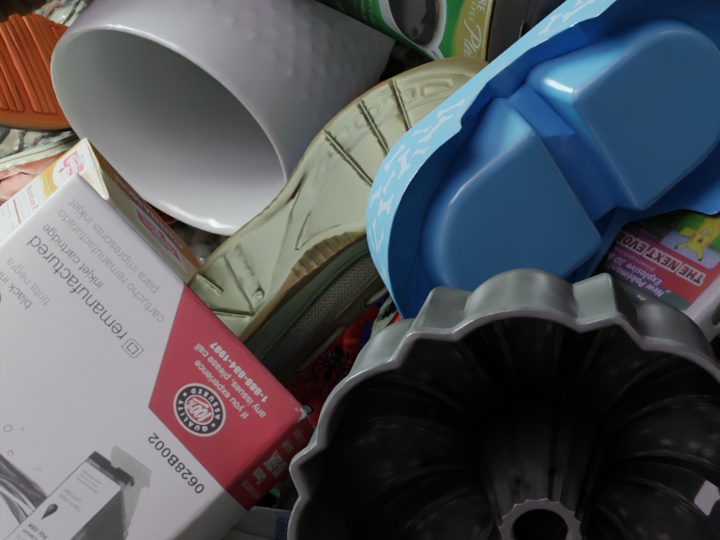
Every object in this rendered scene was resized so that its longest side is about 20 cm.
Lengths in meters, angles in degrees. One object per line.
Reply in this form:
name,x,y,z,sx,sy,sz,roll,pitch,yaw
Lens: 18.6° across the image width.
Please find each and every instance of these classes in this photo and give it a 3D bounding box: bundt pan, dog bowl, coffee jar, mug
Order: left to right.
mug,-0.075,-0.147,1.157,0.176,0.200,0.148,-55,8,-31
coffee jar,0.040,-0.148,1.018,0.200,0.105,0.085,35,50,29
bundt pan,0.072,0.084,0.881,0.201,0.202,0.076,-26,24,18
dog bowl,0.086,-0.047,0.926,0.200,0.112,0.050,-40,30,-8

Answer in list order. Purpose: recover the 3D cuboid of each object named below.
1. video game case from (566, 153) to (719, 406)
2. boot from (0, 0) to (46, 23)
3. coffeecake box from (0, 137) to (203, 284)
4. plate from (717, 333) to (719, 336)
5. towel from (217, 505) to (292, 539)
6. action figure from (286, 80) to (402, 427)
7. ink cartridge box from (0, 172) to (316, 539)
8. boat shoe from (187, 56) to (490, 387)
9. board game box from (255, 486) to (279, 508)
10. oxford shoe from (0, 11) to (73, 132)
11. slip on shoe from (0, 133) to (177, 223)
video game case,0.118,-0.044,0.997,0.182,0.023,0.200,-45,44,-13
boot,-0.136,-0.213,1.073,0.199,0.075,0.108,-25,54,29
coffeecake box,-0.158,0.060,1.079,0.200,0.154,0.073,-38,31,5
plate,0.165,-0.070,1.039,0.199,0.032,0.201,16,69,42
towel,-0.124,0.158,0.961,0.199,0.024,0.148,13,79,6
action figure,0.000,0.000,1.082,0.052,0.065,0.201,-43,26,62
ink cartridge box,-0.138,0.084,0.922,0.200,0.083,0.147,-44,81,-6
boat shoe,0.001,-0.016,0.997,0.201,0.063,0.073,-45,47,18
board game box,-0.146,0.089,1.001,0.105,0.199,0.023,-56,-1,6
oxford shoe,-0.180,-0.099,1.220,0.073,0.200,0.072,-29,77,34
slip on shoe,-0.183,-0.024,1.232,0.199,0.074,0.061,-22,50,15
